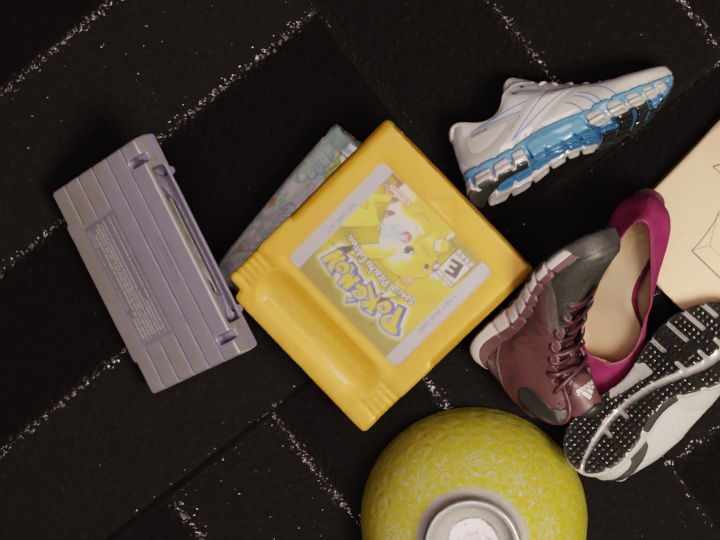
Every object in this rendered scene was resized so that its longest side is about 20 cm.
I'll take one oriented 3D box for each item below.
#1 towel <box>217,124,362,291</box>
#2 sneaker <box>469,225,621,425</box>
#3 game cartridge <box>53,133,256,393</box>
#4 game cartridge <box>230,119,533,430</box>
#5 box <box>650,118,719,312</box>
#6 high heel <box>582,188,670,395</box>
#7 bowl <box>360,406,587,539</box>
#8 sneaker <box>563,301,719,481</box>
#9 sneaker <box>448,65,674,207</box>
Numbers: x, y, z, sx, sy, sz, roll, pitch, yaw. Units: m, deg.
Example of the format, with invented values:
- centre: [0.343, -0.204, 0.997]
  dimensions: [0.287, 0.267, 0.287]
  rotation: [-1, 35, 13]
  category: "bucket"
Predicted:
- centre: [0.000, 0.000, 1.237]
  dimensions: [0.200, 0.048, 0.171]
  rotation: [41, 96, 2]
  category: "towel"
- centre: [0.175, 0.055, 1.161]
  dimensions: [0.076, 0.200, 0.116]
  rotation: [-22, 70, -34]
  category: "sneaker"
- centre: [-0.179, -0.003, 1.231]
  dimensions: [0.130, 0.038, 0.200]
  rotation: [-25, 92, 44]
  category: "game cartridge"
- centre: [0.014, 0.005, 1.198]
  dimensions: [0.200, 0.032, 0.176]
  rotation: [-45, 89, 8]
  category: "game cartridge"
- centre: [0.335, -0.044, 1.216]
  dimensions: [0.163, 0.021, 0.200]
  rotation: [44, 97, 2]
  category: "box"
- centre: [0.208, 0.031, 1.184]
  dimensions: [0.067, 0.096, 0.200]
  rotation: [13, 107, 13]
  category: "high heel"
- centre: [0.095, 0.223, 1.214]
  dimensions: [0.200, 0.108, 0.201]
  rotation: [0, 95, 5]
  category: "bowl"
- centre: [0.260, 0.103, 1.210]
  dimensions: [0.200, 0.080, 0.074]
  rotation: [-40, 57, 7]
  category: "sneaker"
- centre: [0.165, -0.136, 1.204]
  dimensions: [0.200, 0.075, 0.087]
  rotation: [-25, 68, -2]
  category: "sneaker"
